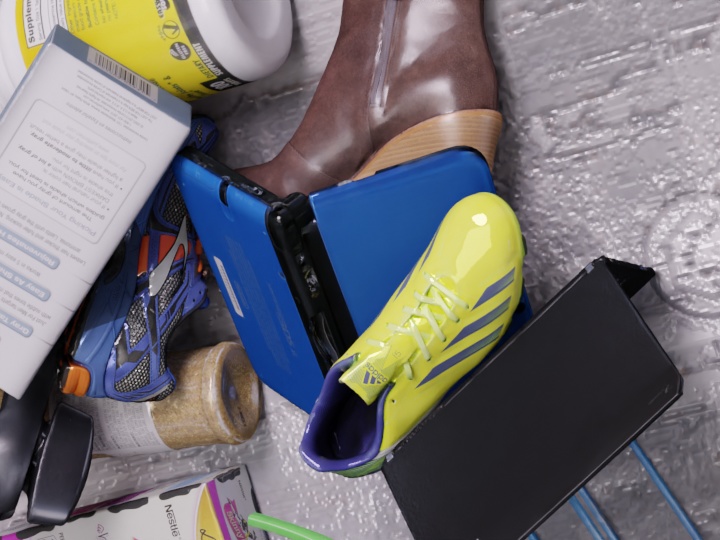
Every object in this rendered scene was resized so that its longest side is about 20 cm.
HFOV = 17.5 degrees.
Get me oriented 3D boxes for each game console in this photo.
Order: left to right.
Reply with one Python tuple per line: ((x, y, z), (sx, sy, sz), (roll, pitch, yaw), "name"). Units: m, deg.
((0.000, 0.000, 1.422), (0.171, 0.118, 0.200), (31, 150, 43), "game console")

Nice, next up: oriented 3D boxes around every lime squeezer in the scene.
((0.015, 0.195, 1.357), (0.200, 0.038, 0.071), (47, 144, 17), "lime squeezer")

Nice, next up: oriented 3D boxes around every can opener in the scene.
((-0.208, 0.067, 1.502), (0.063, 0.078, 0.201), (-36, 42, 57), "can opener")

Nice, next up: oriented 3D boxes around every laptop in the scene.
((0.110, 0.087, 1.321), (0.177, 0.200, 0.103), (-43, 74, 13), "laptop")

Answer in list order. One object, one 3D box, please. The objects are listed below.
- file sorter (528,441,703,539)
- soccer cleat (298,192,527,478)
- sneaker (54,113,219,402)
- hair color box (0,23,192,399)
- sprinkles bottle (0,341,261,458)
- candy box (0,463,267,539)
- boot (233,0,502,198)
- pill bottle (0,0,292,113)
((0.096, 0.196, 1.401), (0.200, 0.139, 0.123), (-38, 80, 24), "file sorter")
((0.029, 0.043, 1.338), (0.065, 0.084, 0.200), (45, 122, 24), "soccer cleat")
((-0.129, -0.005, 1.484), (0.078, 0.075, 0.201), (23, 78, -16), "sneaker")
((-0.194, -0.035, 1.405), (0.099, 0.061, 0.200), (31, 103, -12), "hair color box")
((-0.166, 0.091, 1.536), (0.199, 0.068, 0.069), (-8, 95, 25), "sprinkles bottle")
((-0.152, 0.220, 1.557), (0.199, 0.061, 0.137), (-18, 91, 25), "candy box")
((-0.003, -0.112, 1.445), (0.199, 0.072, 0.167), (-5, 83, 29), "boot")
((-0.152, -0.150, 1.466), (0.199, 0.112, 0.113), (-15, 92, 26), "pill bottle")
